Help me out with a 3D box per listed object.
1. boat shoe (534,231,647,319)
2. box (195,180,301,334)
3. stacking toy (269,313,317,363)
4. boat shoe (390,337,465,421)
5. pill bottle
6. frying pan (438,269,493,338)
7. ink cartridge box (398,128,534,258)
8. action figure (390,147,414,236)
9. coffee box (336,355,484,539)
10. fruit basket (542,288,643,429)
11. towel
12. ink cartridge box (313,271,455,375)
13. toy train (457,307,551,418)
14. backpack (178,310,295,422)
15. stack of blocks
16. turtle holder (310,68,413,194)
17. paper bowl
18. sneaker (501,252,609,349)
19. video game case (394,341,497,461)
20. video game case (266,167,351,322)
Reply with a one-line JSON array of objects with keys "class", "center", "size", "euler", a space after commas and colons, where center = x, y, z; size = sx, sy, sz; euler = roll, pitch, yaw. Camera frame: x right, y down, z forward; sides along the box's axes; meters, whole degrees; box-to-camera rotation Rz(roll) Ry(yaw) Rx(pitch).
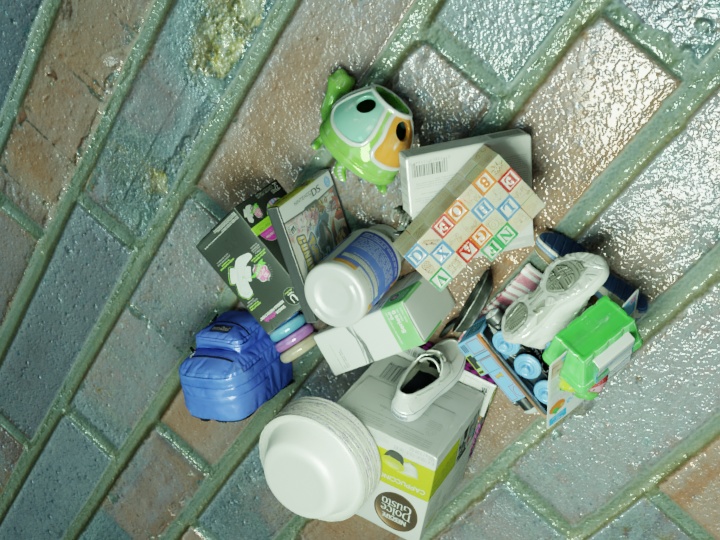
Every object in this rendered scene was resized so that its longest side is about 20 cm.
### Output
[{"class": "boat shoe", "center": [0.340, 0.022, 1.543], "size": [0.199, 0.072, 0.073], "euler": [39, 128, 6]}, {"class": "box", "center": [-0.153, -0.024, 1.736], "size": [0.124, 0.149, 0.201], "euler": [-37, 94, 35]}, {"class": "stacking toy", "center": [-0.159, 0.065, 1.834], "size": [0.085, 0.085, 0.201], "euler": [-32, 92, 36]}, {"class": "boat shoe", "center": [0.119, 0.166, 1.651], "size": [0.073, 0.200, 0.066], "euler": [23, 134, 19]}, {"class": "pill bottle", "center": [0.000, 0.000, 1.634], "size": [0.111, 0.200, 0.113], "euler": [12, 119, 23]}, {"class": "frying pan", "center": [0.168, 0.079, 1.639], "size": [0.031, 0.115, 0.191], "euler": [29, 126, 2]}, {"class": "ink cartridge box", "center": [0.162, -0.108, 1.515], "size": [0.197, 0.045, 0.178], "euler": [-11, 113, -12]}, {"class": "action figure", "center": [0.107, -0.092, 1.593], "size": [0.117, 0.102, 0.202], "euler": [8, 117, 11]}, {"class": "coffee box", "center": [0.067, 0.297, 1.704], "size": [0.198, 0.200, 0.200], "euler": [22, 124, 19]}, {"class": "fruit basket", "center": [0.349, 0.140, 1.494], "size": [0.094, 0.184, 0.201], "euler": [42, 159, 38]}, {"class": "towel", "center": [0.268, 0.100, 1.647], "size": [0.146, 0.030, 0.200], "euler": [41, 126, 3]}, {"class": "ink cartridge box", "center": [0.039, 0.084, 1.689], "size": [0.199, 0.146, 0.085], "euler": [-23, 103, 34]}, {"class": "toy train", "center": [0.254, 0.149, 1.619], "size": [0.200, 0.087, 0.114], "euler": [50, 134, -8]}, {"class": "backpack", "center": [-0.244, 0.179, 1.857], "size": [0.161, 0.200, 0.170], "euler": [-1, 114, 29]}, {"class": "stack of blocks", "center": [0.158, -0.068, 1.473], "size": [0.200, 0.059, 0.115], "euler": [-46, 116, 4]}, {"class": "turtle holder", "center": [0.011, -0.223, 1.571], "size": [0.140, 0.186, 0.132], "euler": [23, 118, -25]}, {"class": "paper bowl", "center": [-0.074, 0.312, 1.605], "size": [0.199, 0.104, 0.203], "euler": [15, 121, 26]}, {"class": "sneaker", "center": [0.306, 0.048, 1.504], "size": [0.099, 0.079, 0.200], "euler": [23, 132, -30]}, {"class": "video game case", "center": [0.131, 0.221, 1.778], "size": [0.198, 0.036, 0.183], "euler": [25, 124, 16]}, {"class": "video game case", "center": [-0.069, -0.045, 1.660], "size": [0.025, 0.181, 0.202], "euler": [-7, 111, 31]}]
